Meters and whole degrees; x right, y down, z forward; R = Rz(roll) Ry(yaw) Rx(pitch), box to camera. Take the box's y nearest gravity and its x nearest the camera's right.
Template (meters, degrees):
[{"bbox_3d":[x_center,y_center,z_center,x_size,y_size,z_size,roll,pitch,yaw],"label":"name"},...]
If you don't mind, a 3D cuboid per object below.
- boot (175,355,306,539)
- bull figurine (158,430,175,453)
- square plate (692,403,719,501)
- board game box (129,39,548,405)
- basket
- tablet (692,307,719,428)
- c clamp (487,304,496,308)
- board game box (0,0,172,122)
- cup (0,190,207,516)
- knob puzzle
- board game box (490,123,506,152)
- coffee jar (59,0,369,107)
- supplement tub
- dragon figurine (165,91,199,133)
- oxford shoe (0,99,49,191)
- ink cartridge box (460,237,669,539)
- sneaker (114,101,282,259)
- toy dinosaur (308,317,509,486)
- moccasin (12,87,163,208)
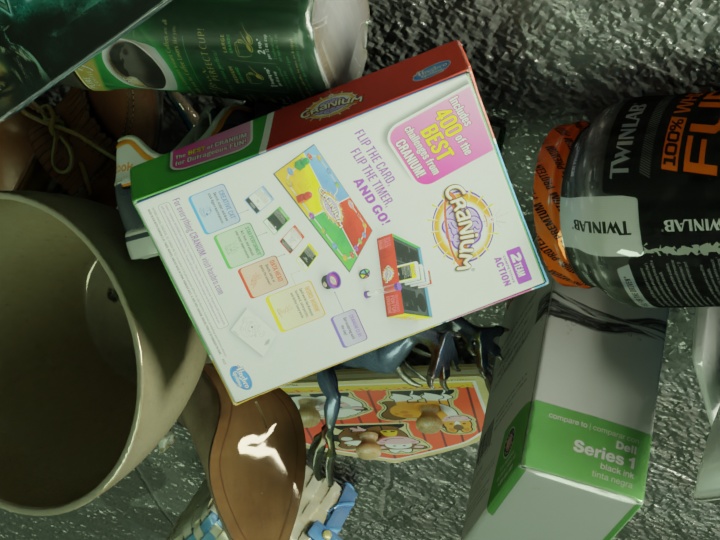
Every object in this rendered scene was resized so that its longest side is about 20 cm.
[{"bbox_3d":[-0.102,0.094,1.393,0.070,0.201,0.146,-4,-178,-29],"label":"boot"},{"bbox_3d":[-0.155,0.060,1.527,0.121,0.065,0.200,47,141,1],"label":"bull figurine"},{"bbox_3d":[0.287,0.034,1.152,0.198,0.201,0.028,-16,128,43],"label":"square plate"},{"bbox_3d":[-0.010,-0.024,1.153,0.199,0.040,0.154,-21,123,4],"label":"board game box"},{"bbox_3d":[-0.059,0.253,1.736,0.200,0.139,0.176,34,146,-8],"label":"basket"},{"bbox_3d":[0.233,0.056,1.281,0.014,0.131,0.200,-2,144,18],"label":"tablet"},{"bbox_3d":[0.000,0.000,1.333,0.199,0.027,0.171,-2,154,6],"label":"c clamp"},{"bbox_3d":[-0.164,-0.184,1.100,0.200,0.028,0.136,-30,96,33],"label":"board game box"},{"bbox_3d":[-0.175,0.038,1.290,0.199,0.143,0.202,8,106,30],"label":"cup"},{"bbox_3d":[0.015,0.121,1.546,0.218,0.031,0.220,0,158,0],"label":"knob puzzle"},{"bbox_3d":[0.033,-0.042,1.334,0.104,0.024,0.200,16,149,5],"label":"board game box"},{"bbox_3d":[-0.101,-0.149,1.169,0.199,0.086,0.104,7,153,17],"label":"coffee jar"},{"bbox_3d":[0.206,-0.040,1.148,0.199,0.123,0.123,-2,144,29],"label":"supplement tub"},{"bbox_3d":[-0.089,-0.050,1.338,0.099,0.059,0.200,-22,140,36],"label":"dragon figurine"},{"bbox_3d":[-0.237,-0.051,1.415,0.071,0.072,0.200,18,148,3],"label":"oxford shoe"},{"bbox_3d":[0.134,0.074,1.296,0.084,0.201,0.146,16,150,-5],"label":"ink cartridge box"},{"bbox_3d":[-0.050,-0.067,1.212,0.199,0.080,0.078,-15,179,-19],"label":"sneaker"},{"bbox_3d":[0.004,0.035,1.343,0.181,0.105,0.201,13,119,36],"label":"toy dinosaur"},{"bbox_3d":[-0.184,-0.081,1.311,0.077,0.074,0.201,-9,157,-33],"label":"moccasin"}]
